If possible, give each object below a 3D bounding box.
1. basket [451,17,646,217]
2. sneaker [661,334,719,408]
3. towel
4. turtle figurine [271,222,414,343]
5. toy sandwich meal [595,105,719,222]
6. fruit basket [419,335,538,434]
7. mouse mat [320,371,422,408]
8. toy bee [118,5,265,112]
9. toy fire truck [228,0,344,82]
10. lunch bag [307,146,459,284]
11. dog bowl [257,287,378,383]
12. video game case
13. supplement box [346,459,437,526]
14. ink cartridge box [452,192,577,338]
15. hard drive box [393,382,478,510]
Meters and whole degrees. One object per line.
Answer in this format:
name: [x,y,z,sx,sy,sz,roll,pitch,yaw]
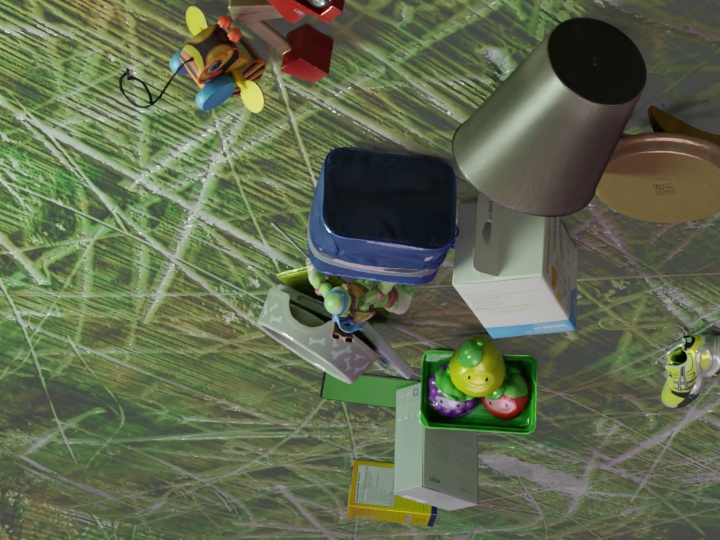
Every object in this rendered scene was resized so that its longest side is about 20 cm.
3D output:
basket: [0.217,-0.168,1.332,0.180,0.136,0.200,17,149,-9]
sneaker: [0.530,0.157,2.002,0.076,0.076,0.200,15,143,-2]
towel: [-0.041,0.044,1.947,0.086,0.018,0.200,-14,147,34]
turtle figurine: [0.000,0.000,1.786,0.144,0.201,0.194,-28,164,16]
toy sandwich meal: [0.370,-0.125,1.461,0.204,0.070,0.205,9,154,5]
fruit basket: [0.200,0.194,2.076,0.215,0.156,0.216,3,172,0]
mouse mat: [0.025,0.227,2.320,0.199,0.008,0.161,6,154,-3]
toy bee: [-0.149,-0.220,1.298,0.131,0.200,0.109,43,119,-11]
toy fire truck: [-0.088,-0.278,1.263,0.200,0.049,0.141,24,151,-30]
lunch bag: [0.033,-0.064,1.575,0.199,0.136,0.132,9,155,-8]
dog bowl: [-0.071,0.105,1.886,0.200,0.059,0.200,32,171,5]
video game case: [-0.024,0.098,1.966,0.182,0.022,0.200,22,165,33]
supplement box: [0.073,0.501,2.753,0.199,0.109,0.110,6,154,1]
ink cartridge box: [0.209,-0.009,1.654,0.125,0.129,0.200,-6,152,22]
hard drive box: [0.142,0.327,2.266,0.156,0.201,0.077,25,146,-38]
